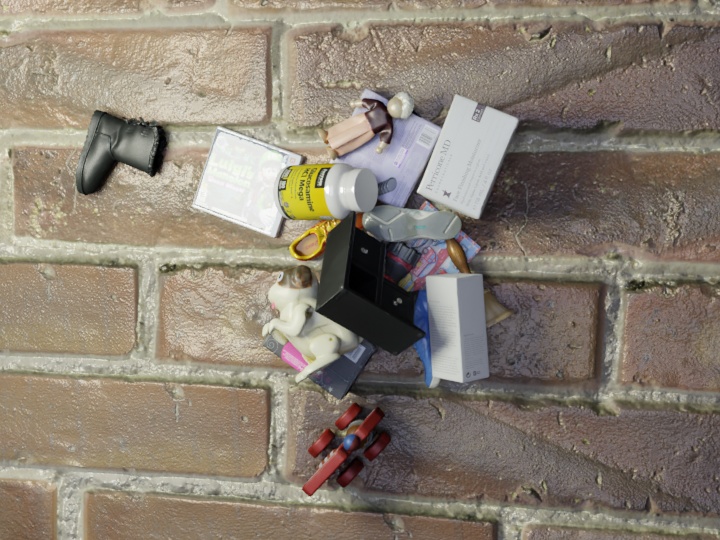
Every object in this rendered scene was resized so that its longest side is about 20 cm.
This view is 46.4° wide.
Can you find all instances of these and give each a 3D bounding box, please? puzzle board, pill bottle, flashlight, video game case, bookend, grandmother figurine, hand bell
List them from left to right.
[{"bbox_3d":[-0.242,-0.189,1.792,0.198,0.023,0.184,20,96,8],"label":"video game case"},{"bbox_3d":[-0.069,-0.158,1.686,0.198,0.112,0.114,1,93,35],"label":"pill bottle"},{"bbox_3d":[0.020,-0.292,1.680,0.199,0.061,0.122,-29,96,12],"label":"grandmother figurine"},{"bbox_3d":[0.027,0.026,1.619,0.199,0.200,0.092,31,133,-24],"label":"bookend"},{"bbox_3d":[0.048,0.036,1.716,0.067,0.068,0.201,29,94,-26],"label":"flashlight"},{"bbox_3d":[0.130,-0.019,1.745,0.150,0.017,0.201,40,98,5],"label":"puzzle board"},{"bbox_3d":[0.220,0.021,1.696,0.103,0.104,0.202,-28,83,9],"label":"hand bell"}]

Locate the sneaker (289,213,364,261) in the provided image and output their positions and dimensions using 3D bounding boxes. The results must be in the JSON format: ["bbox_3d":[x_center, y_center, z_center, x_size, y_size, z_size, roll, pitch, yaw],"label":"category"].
[{"bbox_3d":[-0.058,-0.081,1.742,0.199,0.077,0.073,-39,85,7],"label":"sneaker"}]

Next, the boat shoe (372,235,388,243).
[{"bbox_3d":[0.000,0.000,1.739,0.066,0.072,0.200,44,97,0],"label":"boat shoe"}]

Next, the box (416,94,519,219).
[{"bbox_3d":[0.209,-0.214,1.629,0.129,0.200,0.201,22,96,7],"label":"box"}]

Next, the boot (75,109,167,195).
[{"bbox_3d":[-0.513,-0.241,1.812,0.161,0.073,0.201,17,95,5],"label":"boot"}]

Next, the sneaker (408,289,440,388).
[{"bbox_3d":[0.111,0.139,1.712,0.110,0.077,0.203,0,97,-5],"label":"sneaker"}]

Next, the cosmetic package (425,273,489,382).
[{"bbox_3d":[0.189,0.109,1.641,0.071,0.101,0.203,-7,95,-31],"label":"cosmetic package"}]

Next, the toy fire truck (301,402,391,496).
[{"bbox_3d":[-0.030,0.366,1.713,0.112,0.168,0.200,45,99,4],"label":"toy fire truck"}]

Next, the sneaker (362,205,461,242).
[{"bbox_3d":[0.102,-0.090,1.694,0.198,0.080,0.071,5,92,3],"label":"sneaker"}]

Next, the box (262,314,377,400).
[{"bbox_3d":[-0.078,0.151,1.737,0.199,0.115,0.133,34,95,6],"label":"box"}]

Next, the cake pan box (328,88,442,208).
[{"bbox_3d":[0.051,-0.250,1.729,0.183,0.052,0.202,27,97,5],"label":"cake pan box"}]

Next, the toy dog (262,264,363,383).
[{"bbox_3d":[-0.098,0.087,1.615,0.193,0.140,0.201,-30,85,-9],"label":"toy dog"}]
